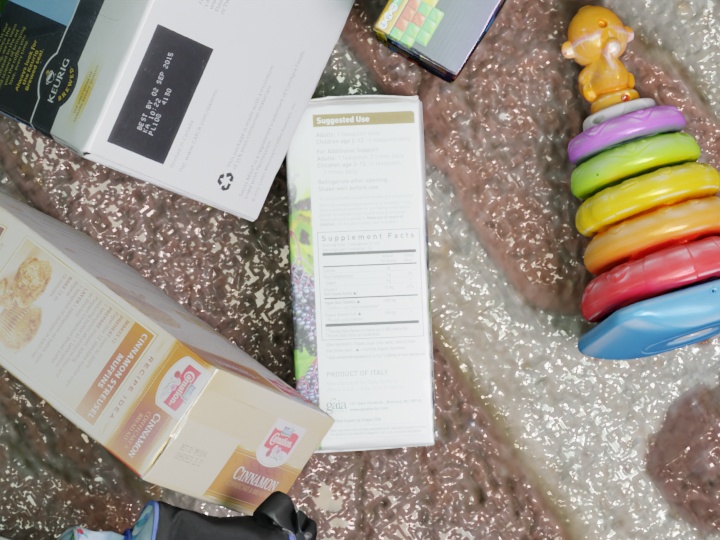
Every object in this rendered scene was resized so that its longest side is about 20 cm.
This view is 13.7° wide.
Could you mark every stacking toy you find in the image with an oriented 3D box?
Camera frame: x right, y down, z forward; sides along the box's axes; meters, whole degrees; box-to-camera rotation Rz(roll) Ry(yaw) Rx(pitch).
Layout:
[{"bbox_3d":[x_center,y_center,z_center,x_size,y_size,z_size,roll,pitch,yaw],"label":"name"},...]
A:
[{"bbox_3d":[0.157,-0.056,1.704,0.116,0.110,0.200,-16,81,-14],"label":"stacking toy"}]

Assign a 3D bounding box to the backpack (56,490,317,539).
[{"bbox_3d":[-0.115,0.227,1.612,0.147,0.200,0.183,8,66,-7],"label":"backpack"}]

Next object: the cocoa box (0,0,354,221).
[{"bbox_3d":[-0.100,-0.151,1.653,0.133,0.131,0.200,22,93,-41],"label":"cocoa box"}]

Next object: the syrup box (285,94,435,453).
[{"bbox_3d":[0.000,0.000,1.709,0.081,0.079,0.200,-3,93,1],"label":"syrup box"}]

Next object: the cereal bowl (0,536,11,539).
[{"bbox_3d":[-0.242,0.249,1.699,0.200,0.083,0.200,5,81,-33],"label":"cereal bowl"}]

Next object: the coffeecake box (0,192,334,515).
[{"bbox_3d":[-0.134,0.044,1.637,0.200,0.153,0.073,35,93,27],"label":"coffeecake box"}]

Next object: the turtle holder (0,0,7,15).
[{"bbox_3d":[-0.260,-0.156,1.688,0.132,0.141,0.186,24,133,14],"label":"turtle holder"}]

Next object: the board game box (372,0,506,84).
[{"bbox_3d":[0.080,-0.203,1.657,0.057,0.165,0.200,30,93,-1],"label":"board game box"}]
